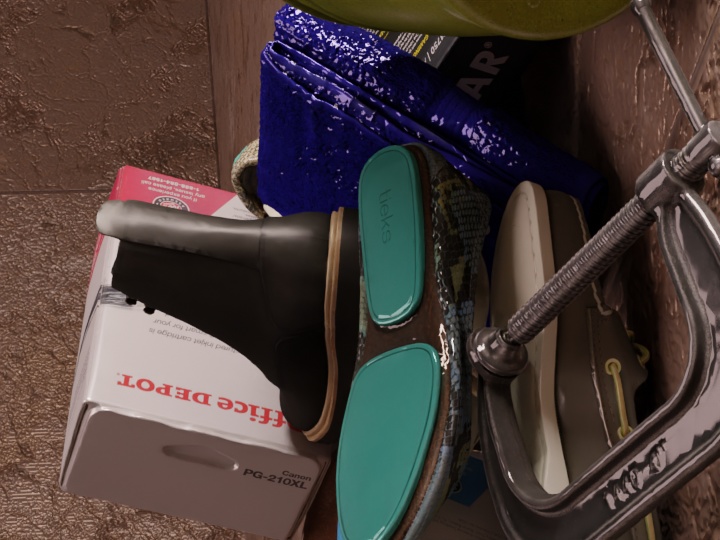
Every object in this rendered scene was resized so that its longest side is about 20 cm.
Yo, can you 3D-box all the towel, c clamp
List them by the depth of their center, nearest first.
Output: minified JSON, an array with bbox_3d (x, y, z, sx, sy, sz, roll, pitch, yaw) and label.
[{"bbox_3d":[0.100,0.020,0.826,0.200,0.027,0.172,-53,47,38],"label":"c clamp"},{"bbox_3d":[0.026,-0.037,1.029,0.199,0.049,0.148,34,141,22],"label":"towel"}]

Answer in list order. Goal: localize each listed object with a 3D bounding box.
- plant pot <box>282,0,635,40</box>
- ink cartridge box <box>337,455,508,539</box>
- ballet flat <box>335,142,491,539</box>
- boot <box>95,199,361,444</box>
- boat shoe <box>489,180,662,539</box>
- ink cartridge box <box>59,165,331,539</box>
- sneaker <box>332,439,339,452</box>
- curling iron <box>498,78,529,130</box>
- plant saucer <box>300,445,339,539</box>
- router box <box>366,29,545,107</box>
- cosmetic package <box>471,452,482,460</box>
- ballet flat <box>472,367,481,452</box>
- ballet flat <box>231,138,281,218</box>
[{"bbox_3d":[0.046,-0.182,0.871,0.193,0.199,0.202,-136,43,-62],"label":"plant pot"},{"bbox_3d":[0.050,0.176,0.904,0.067,0.115,0.201,-55,19,32],"label":"ink cartridge box"},{"bbox_3d":[0.033,0.040,0.915,0.074,0.074,0.202,111,166,-70],"label":"ballet flat"},{"bbox_3d":[-0.065,0.020,1.045,0.201,0.137,0.078,100,176,-57],"label":"boot"},{"bbox_3d":[0.098,0.059,0.908,0.072,0.060,0.203,128,140,-68],"label":"boat shoe"},{"bbox_3d":[-0.093,0.047,1.201,0.201,0.144,0.085,-89,17,-46],"label":"ink cartridge box"},{"bbox_3d":[0.014,0.034,1.245,0.072,0.072,0.202,168,113,-81],"label":"sneaker"},{"bbox_3d":[0.082,-0.009,1.090,0.026,0.049,0.202,-178,90,-66],"label":"curling iron"},{"bbox_3d":[0.009,0.192,1.096,0.200,0.036,0.202,-175,90,-70],"label":"plant saucer"},{"bbox_3d":[0.034,-0.132,1.120,0.200,0.051,0.150,-55,33,40],"label":"router box"},{"bbox_3d":[0.064,0.150,1.207,0.200,0.050,0.083,-127,34,-75],"label":"cosmetic package"},{"bbox_3d":[0.050,0.070,1.038,0.199,0.046,0.068,5,121,57],"label":"ballet flat"},{"bbox_3d":[0.000,0.000,1.172,0.068,0.200,0.075,-50,-3,22],"label":"ballet flat"}]
